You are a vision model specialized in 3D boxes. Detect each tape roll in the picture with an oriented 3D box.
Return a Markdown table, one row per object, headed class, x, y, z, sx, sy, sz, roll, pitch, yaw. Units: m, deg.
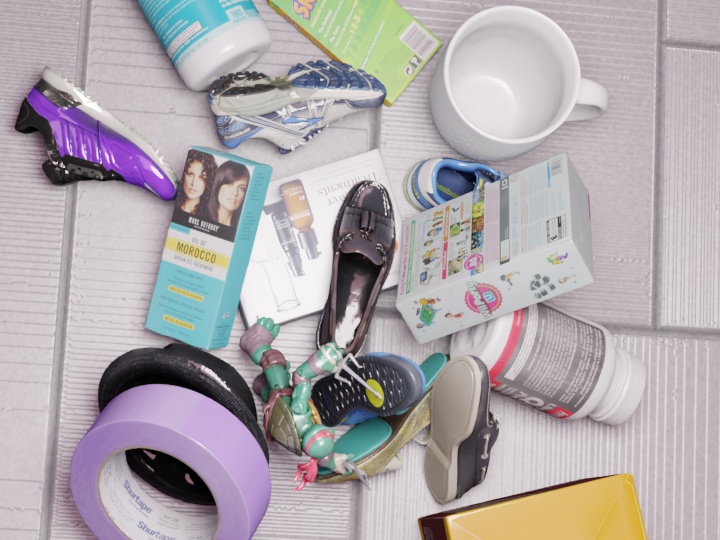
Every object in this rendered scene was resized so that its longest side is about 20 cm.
| class | x | y | z | sx | sy | sz | roll | pitch | yaw |
| --- | --- | --- | --- | --- | --- | --- | --- | --- | --- |
| tape roll | -0.193 | 0.217 | 1.648 | 0.199 | 0.201 | 0.066 | 34 | 36 | -1 |

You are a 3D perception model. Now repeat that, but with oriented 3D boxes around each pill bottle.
| class | x | y | z | sx | sy | sz | roll | pitch | yaw |
| --- | --- | --- | --- | --- | --- | --- | --- | --- | --- |
| pill bottle | -0.188 | -0.306 | 1.768 | 0.110 | 0.111 | 0.201 | -30 | 87 | -11 |
| pill bottle | 0.204 | 0.095 | 1.745 | 0.198 | 0.111 | 0.112 | 23 | 79 | -20 |

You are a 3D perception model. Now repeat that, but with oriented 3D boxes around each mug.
| class | x | y | z | sx | sy | sz | roll | pitch | yaw |
| --- | --- | --- | --- | --- | --- | --- | --- | --- | --- |
| mug | 0.171 | -0.189 | 1.763 | 0.198 | 0.175 | 0.149 | 4 | 81 | -7 |

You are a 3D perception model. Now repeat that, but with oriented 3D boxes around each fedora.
| class | x | y | z | sx | sy | sz | roll | pitch | yaw |
| --- | --- | --- | --- | --- | --- | --- | --- | --- | --- |
| fedora | -0.174 | 0.146 | 1.696 | 0.200 | 0.201 | 0.092 | 33 | 36 | -1 |

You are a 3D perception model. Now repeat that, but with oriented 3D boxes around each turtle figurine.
| class | x | y | z | sx | sy | sz | roll | pitch | yaw |
| --- | --- | --- | --- | --- | --- | --- | --- | --- | --- |
| turtle figurine | -0.056 | 0.139 | 1.667 | 0.100 | 0.200 | 0.151 | -12 | 125 | -28 |

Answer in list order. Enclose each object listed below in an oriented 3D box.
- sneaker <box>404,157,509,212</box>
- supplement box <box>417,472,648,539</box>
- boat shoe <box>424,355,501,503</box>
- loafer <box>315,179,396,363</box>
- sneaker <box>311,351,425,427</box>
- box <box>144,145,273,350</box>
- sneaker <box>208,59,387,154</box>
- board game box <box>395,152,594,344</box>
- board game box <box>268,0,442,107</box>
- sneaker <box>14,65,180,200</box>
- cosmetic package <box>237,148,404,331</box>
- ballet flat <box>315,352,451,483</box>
| class | x | y | z | sx | sy | sz | roll | pitch | yaw |
| --- | --- | --- | --- | --- | --- | --- | --- | --- | --- |
| sneaker | 0.147 | -0.072 | 1.790 | 0.198 | 0.082 | 0.075 | 17 | 78 | -6 |
| supplement box | 0.179 | 0.298 | 1.677 | 0.195 | 0.200 | 0.134 | -12 | 83 | -9 |
| boat shoe | 0.114 | 0.161 | 1.712 | 0.062 | 0.201 | 0.073 | -14 | 44 | -25 |
| loafer | 0.000 | 0.000 | 1.720 | 0.071 | 0.063 | 0.202 | 13 | 83 | -7 |
| sneaker | 0.023 | 0.117 | 1.688 | 0.078 | 0.200 | 0.067 | -16 | 86 | -31 |
| box | -0.161 | -0.024 | 1.718 | 0.082 | 0.049 | 0.202 | 17 | 98 | 20 |
| sneaker | -0.069 | -0.176 | 1.785 | 0.198 | 0.077 | 0.086 | -6 | 122 | -12 |
| board game box | 0.139 | -0.022 | 1.691 | 0.198 | 0.148 | 0.065 | -20 | 124 | 21 |
| board game box | -0.012 | -0.285 | 1.830 | 0.200 | 0.030 | 0.096 | 41 | 78 | -3 |
| sneaker | -0.289 | -0.123 | 1.755 | 0.200 | 0.070 | 0.100 | 38 | 86 | 4 |
| cosmetic package | -0.051 | -0.031 | 1.776 | 0.198 | 0.052 | 0.152 | -18 | 87 | -10 |
| ballet flat | 0.040 | 0.175 | 1.752 | 0.200 | 0.071 | 0.071 | -43 | 88 | -10 |
